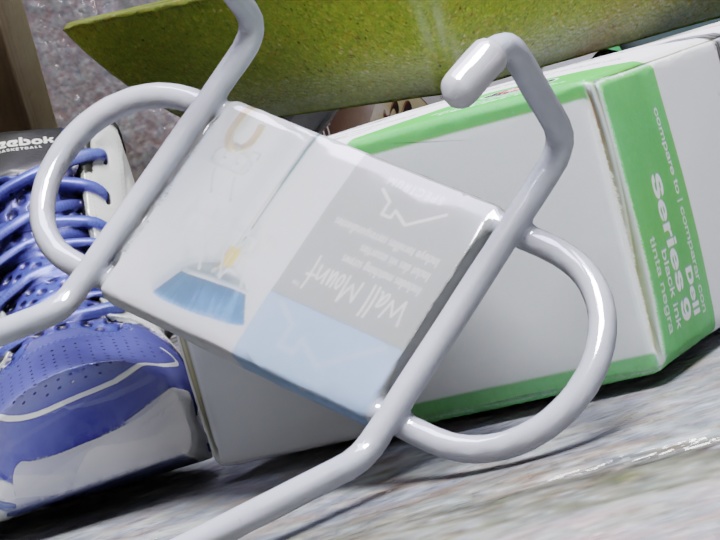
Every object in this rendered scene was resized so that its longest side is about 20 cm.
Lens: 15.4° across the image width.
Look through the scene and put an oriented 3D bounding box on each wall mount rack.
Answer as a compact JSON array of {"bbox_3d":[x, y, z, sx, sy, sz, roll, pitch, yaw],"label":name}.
[{"bbox_3d":[-0.043,0.004,0.671,0.200,0.075,0.174,23,72,38],"label":"wall mount rack"}]

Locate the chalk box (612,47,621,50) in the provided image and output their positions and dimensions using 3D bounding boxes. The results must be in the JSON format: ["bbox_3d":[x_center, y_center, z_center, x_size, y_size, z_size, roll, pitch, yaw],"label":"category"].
[{"bbox_3d":[0.195,-0.128,1.339,0.124,0.124,0.200,-15,-3,24],"label":"chalk box"}]

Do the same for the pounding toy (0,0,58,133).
[{"bbox_3d":[-0.209,-0.012,0.910,0.142,0.200,0.184,19,57,19],"label":"pounding toy"}]

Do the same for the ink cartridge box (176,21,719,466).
[{"bbox_3d":[0.050,-0.015,0.812,0.146,0.084,0.200,-14,4,27],"label":"ink cartridge box"}]

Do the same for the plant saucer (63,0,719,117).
[{"bbox_3d":[0.031,-0.092,0.931,0.199,0.048,0.200,-18,9,-38],"label":"plant saucer"}]

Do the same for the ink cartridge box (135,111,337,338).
[{"bbox_3d":[-0.069,-0.022,1.094,0.161,0.050,0.200,-53,3,6],"label":"ink cartridge box"}]

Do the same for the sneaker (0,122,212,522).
[{"bbox_3d":[-0.101,0.012,0.841,0.080,0.116,0.199,-18,4,-3],"label":"sneaker"}]

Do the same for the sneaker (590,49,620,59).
[{"bbox_3d":[0.118,-0.042,0.927,0.199,0.083,0.074,-11,5,23],"label":"sneaker"}]

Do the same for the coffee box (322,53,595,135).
[{"bbox_3d":[0.038,-0.056,1.241,0.080,0.113,0.200,-18,5,-26],"label":"coffee box"}]

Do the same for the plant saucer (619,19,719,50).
[{"bbox_3d":[0.193,-0.090,1.161,0.199,0.050,0.200,12,-16,4],"label":"plant saucer"}]
